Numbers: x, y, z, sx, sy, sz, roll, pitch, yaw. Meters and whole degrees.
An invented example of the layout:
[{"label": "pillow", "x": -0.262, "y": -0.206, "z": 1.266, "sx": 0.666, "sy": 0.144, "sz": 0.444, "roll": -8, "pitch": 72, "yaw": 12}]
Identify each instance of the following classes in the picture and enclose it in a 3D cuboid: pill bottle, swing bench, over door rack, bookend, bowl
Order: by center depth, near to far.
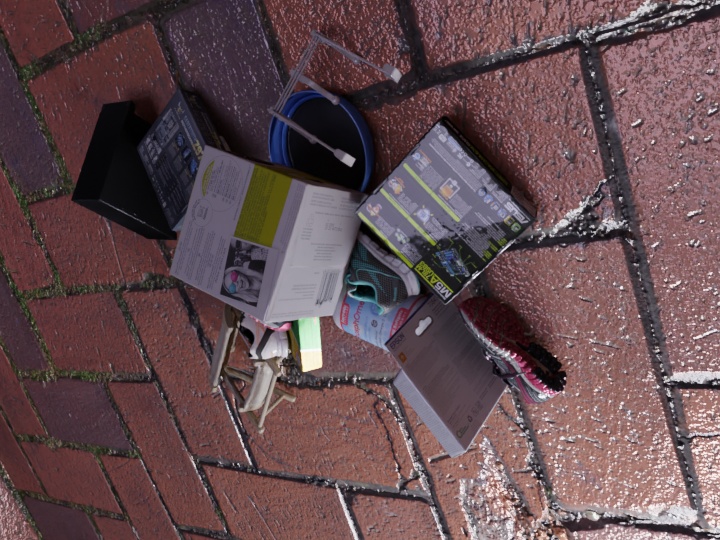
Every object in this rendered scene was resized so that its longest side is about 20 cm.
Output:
[{"label": "over door rack", "x": -0.036, "y": -0.252, "z": 1.093, "sx": 0.199, "sy": 0.066, "sz": 0.150, "roll": 37, "pitch": 100, "yaw": 38}, {"label": "bowl", "x": -0.063, "y": -0.193, "z": 1.210, "sx": 0.197, "sy": 0.039, "sz": 0.205, "roll": 15, "pitch": 118, "yaw": 30}, {"label": "pill bottle", "x": 0.022, "y": 0.065, "z": 1.258, "sx": 0.197, "sy": 0.108, "sz": 0.111, "roll": 22, "pitch": 127, "yaw": 26}, {"label": "bookend", "x": -0.433, "y": -0.190, "z": 1.454, "sx": 0.090, "sy": 0.198, "sz": 0.205, "roll": 3, "pitch": 73, "yaw": 35}, {"label": "swing bench", "x": -0.218, "y": 0.176, "z": 1.494, "sx": 0.198, "sy": 0.129, "sz": 0.201, "roll": 35, "pitch": 132, "yaw": 16}]

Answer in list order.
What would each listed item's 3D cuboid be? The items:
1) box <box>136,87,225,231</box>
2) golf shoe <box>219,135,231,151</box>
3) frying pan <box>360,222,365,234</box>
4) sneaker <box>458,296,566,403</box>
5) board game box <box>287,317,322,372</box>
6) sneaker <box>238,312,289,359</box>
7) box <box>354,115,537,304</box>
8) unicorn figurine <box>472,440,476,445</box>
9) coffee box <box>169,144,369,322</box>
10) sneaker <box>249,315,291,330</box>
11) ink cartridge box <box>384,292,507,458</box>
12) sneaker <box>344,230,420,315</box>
[{"label": "box", "x": -0.315, "y": -0.197, "z": 1.333, "sx": 0.158, "sy": 0.050, "sz": 0.202, "roll": -44, "pitch": 64, "yaw": 29}, {"label": "golf shoe", "x": -0.305, "y": -0.190, "z": 1.402, "sx": 0.197, "sy": 0.078, "sz": 0.100, "roll": -16, "pitch": 87, "yaw": 37}, {"label": "frying pan", "x": -0.073, "y": -0.090, "z": 1.300, "sx": 0.187, "sy": 0.031, "sz": 0.117, "roll": 28, "pitch": 128, "yaw": 19}, {"label": "sneaker", "x": 0.223, "y": 0.128, "z": 1.152, "sx": 0.200, "sy": 0.080, "sz": 0.075, "roll": 47, "pitch": 137, "yaw": 5}, {"label": "board game box", "x": -0.124, "y": 0.062, "z": 1.345, "sx": 0.200, "sy": 0.039, "sz": 0.156, "roll": -130, "pitch": 33, "yaw": -54}, {"label": "sneaker", "x": -0.192, "y": 0.072, "z": 1.369, "sx": 0.074, "sy": 0.078, "sz": 0.203, "roll": 103, "pitch": 151, "yaw": -56}, {"label": "box", "x": 0.123, "y": -0.084, "z": 1.085, "sx": 0.200, "sy": 0.048, "sz": 0.193, "roll": 43, "pitch": 118, "yaw": -4}, {"label": "unicorn figurine", "x": 0.135, "y": 0.207, "z": 1.277, "sx": 0.197, "sy": 0.073, "sz": 0.141, "roll": 19, "pitch": 117, "yaw": 40}, {"label": "coffee box", "x": -0.136, "y": -0.056, "z": 1.130, "sx": 0.195, "sy": 0.199, "sz": 0.204, "roll": 22, "pitch": 99, "yaw": 26}, {"label": "sneaker", "x": -0.178, "y": 0.022, "z": 1.304, "sx": 0.075, "sy": 0.080, "sz": 0.201, "roll": -43, "pitch": 64, "yaw": 16}, {"label": "ink cartridge box", "x": 0.133, "y": 0.153, "z": 1.164, "sx": 0.201, "sy": 0.196, "sz": 0.043, "roll": 52, "pitch": 132, "yaw": 0}, {"label": "sneaker", "x": 0.000, "y": 0.000, "z": 1.198, "sx": 0.198, "sy": 0.091, "sz": 0.078, "roll": 32, "pitch": 152, "yaw": 35}]
